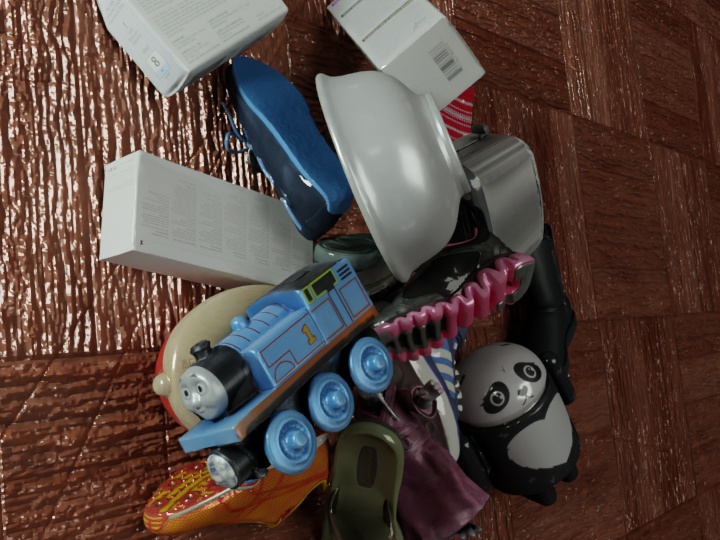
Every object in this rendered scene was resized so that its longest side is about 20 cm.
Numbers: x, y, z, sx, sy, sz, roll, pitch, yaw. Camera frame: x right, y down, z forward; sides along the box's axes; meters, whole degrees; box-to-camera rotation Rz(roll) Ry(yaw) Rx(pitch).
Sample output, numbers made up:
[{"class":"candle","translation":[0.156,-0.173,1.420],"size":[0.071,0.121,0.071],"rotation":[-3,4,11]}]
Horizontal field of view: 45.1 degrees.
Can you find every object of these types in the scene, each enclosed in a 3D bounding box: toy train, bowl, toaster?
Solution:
[{"class":"toy train","translation":[-0.058,0.077,0.664],"size":[0.200,0.087,0.115],"rotation":[-38,101,-46]},{"class":"bowl","translation":[0.040,-0.097,0.775],"size":[0.201,0.090,0.202],"rotation":[-22,90,-82]},{"class":"toaster","translation":[0.137,-0.063,0.997],"size":[0.129,0.113,0.201],"rotation":[-37,124,-34]}]

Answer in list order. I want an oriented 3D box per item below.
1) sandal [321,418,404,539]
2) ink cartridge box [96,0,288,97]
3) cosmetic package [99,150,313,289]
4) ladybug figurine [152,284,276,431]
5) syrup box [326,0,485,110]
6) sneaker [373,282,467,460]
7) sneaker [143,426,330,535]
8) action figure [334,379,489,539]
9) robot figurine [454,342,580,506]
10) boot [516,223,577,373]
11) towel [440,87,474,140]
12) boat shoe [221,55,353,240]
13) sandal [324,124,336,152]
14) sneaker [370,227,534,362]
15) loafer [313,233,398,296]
[{"class":"sandal","translation":[0.000,0.228,0.780],"size":[0.057,0.079,0.202],"rotation":[-75,166,-65]},{"class":"ink cartridge box","translation":[-0.176,-0.267,0.753],"size":[0.200,0.047,0.160],"rotation":[50,45,-8]},{"class":"cosmetic package","translation":[-0.124,-0.031,0.743],"size":[0.200,0.051,0.083],"rotation":[17,65,-48]},{"class":"ladybug figurine","translation":[-0.097,0.082,0.733],"size":[0.200,0.072,0.136],"rotation":[1,81,-51]},{"class":"syrup box","translation":[0.041,-0.238,0.887],"size":[0.079,0.081,0.200],"rotation":[45,11,-36]},{"class":"sneaker","translation":[0.090,0.100,0.949],"size":[0.146,0.080,0.201],"rotation":[-28,97,-44]},{"class":"sneaker","translation":[-0.090,0.187,0.722],"size":[0.200,0.073,0.077],"rotation":[-9,99,-49]},{"class":"action figure","translation":[0.050,0.171,0.861],"size":[0.200,0.134,0.149],"rotation":[61,12,6]},{"class":"robot figurine","translation":[0.182,0.179,1.011],"size":[0.200,0.124,0.150],"rotation":[61,26,-22]},{"class":"boot","translation":[0.221,0.042,1.127],"size":[0.200,0.076,0.169],"rotation":[-51,124,-52]},{"class":"towel","translation":[0.094,-0.157,1.063],"size":[0.144,0.022,0.201],"rotation":[21,66,-46]},{"class":"boat shoe","translation":[-0.080,-0.111,0.772],"size":[0.084,0.069,0.200],"rotation":[2,46,-36]},{"class":"sandal","translation":[0.023,-0.177,0.942],"size":[0.200,0.080,0.054],"rotation":[-30,80,-45]},{"class":"sneaker","translation":[0.075,0.018,0.875],"size":[0.200,0.095,0.079],"rotation":[-26,147,-21]},{"class":"loafer","translation":[0.000,0.000,0.867],"size":[0.200,0.072,0.063],"rotation":[-14,116,-69]}]
